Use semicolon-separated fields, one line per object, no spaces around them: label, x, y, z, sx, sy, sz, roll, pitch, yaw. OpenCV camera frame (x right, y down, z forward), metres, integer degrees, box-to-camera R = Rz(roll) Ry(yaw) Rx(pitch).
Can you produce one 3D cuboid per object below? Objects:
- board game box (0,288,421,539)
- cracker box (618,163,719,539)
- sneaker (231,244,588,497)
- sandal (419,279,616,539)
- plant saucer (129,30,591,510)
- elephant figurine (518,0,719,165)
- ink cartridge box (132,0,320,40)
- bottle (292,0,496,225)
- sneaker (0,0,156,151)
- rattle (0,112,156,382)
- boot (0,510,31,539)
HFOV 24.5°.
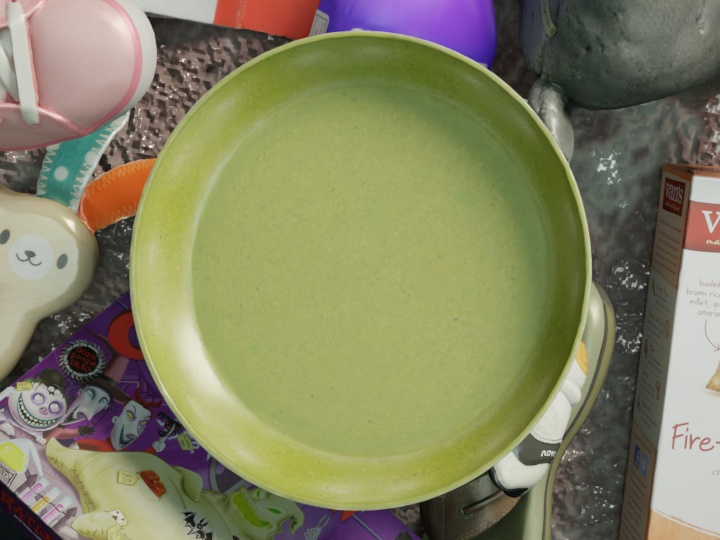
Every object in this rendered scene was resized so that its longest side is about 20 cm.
board game box;-0.072;0.108;0.746;0.200;0.032;0.120;40;51;11
cracker box;0.206;0.053;0.810;0.134;0.058;0.201;4;99;-5
sneaker;-0.002;0.046;0.750;0.199;0.076;0.088;13;78;19
sandal;0.058;0.091;0.791;0.057;0.080;0.201;19;90;-35
plant saucer;0.000;0.000;0.707;0.199;0.031;0.201;0;89;15
elephant figurine;0.174;-0.133;0.747;0.199;0.142;0.155;8;129;-21
ink cartridge box;-0.072;-0.191;0.749;0.199;0.050;0.163;11;99;-3
bottle;0.018;-0.101;0.755;0.083;0.065;0.201;12;103;-24
sneaker;-0.193;-0.079;0.706;0.200;0.105;0.076;0;107;13
rattle;-0.178;-0.006;0.732;0.199;0.143;0.131;-18;82;5
boot;-0.151;0.152;0.789;0.199;0.076;0.169;3;104;1
